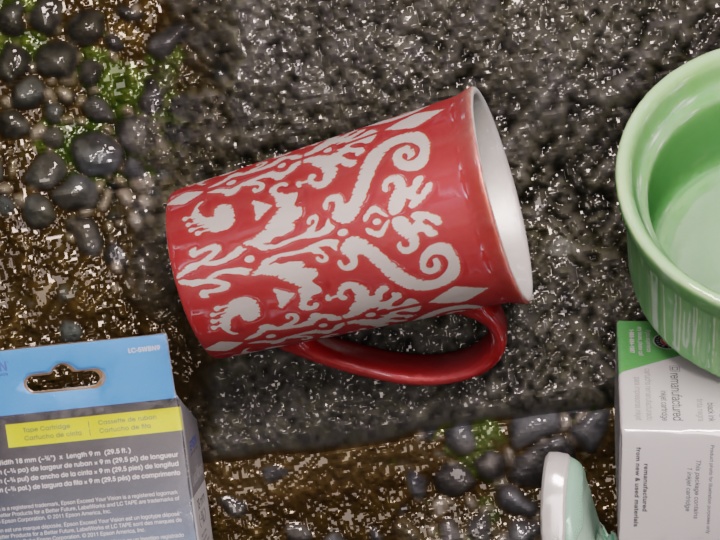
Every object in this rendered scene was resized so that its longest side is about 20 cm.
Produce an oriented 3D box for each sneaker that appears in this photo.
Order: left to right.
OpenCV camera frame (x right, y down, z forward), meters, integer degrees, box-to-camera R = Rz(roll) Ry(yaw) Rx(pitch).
[{"bbox_3d":[0.182,0.196,1.490,0.118,0.074,0.201,-13,107,14],"label":"sneaker"}]

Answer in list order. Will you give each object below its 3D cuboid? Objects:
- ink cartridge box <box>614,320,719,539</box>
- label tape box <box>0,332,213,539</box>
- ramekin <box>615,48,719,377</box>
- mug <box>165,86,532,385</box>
[{"bbox_3d":[0.252,0.097,1.427,0.199,0.146,0.084,0,115,4],"label":"ink cartridge box"},{"bbox_3d":[-0.172,0.139,1.521,0.143,0.063,0.201,-6,98,7],"label":"label tape box"},{"bbox_3d":[0.247,-0.028,1.396,0.199,0.098,0.201,-2,56,3],"label":"ramekin"},{"bbox_3d":[-0.002,-0.001,1.453,0.199,0.133,0.178,-14,95,11],"label":"mug"}]
